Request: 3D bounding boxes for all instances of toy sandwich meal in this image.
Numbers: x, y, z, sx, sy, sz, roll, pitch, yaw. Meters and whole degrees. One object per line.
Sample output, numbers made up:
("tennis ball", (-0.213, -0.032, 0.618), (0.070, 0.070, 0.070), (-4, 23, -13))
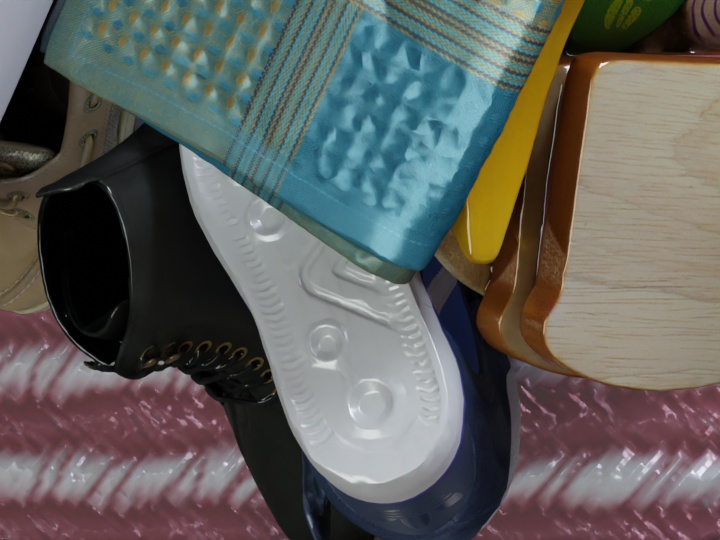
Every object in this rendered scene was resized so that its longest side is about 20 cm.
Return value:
("toy sandwich meal", (0.095, -0.057, 0.868), (0.070, 0.204, 0.206), (35, 125, 49))

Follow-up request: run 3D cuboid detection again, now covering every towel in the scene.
("towel", (0.001, -0.114, 0.811), (0.146, 0.022, 0.201), (33, 111, 15))

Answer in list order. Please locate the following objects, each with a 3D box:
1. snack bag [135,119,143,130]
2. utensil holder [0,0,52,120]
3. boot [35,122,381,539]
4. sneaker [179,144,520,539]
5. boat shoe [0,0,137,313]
("snack bag", (0.005, -0.048, 0.997), (0.199, 0.021, 0.189), (-27, 97, 34))
("utensil holder", (-0.182, -0.083, 0.846), (0.169, 0.170, 0.201), (29, 102, 11))
("boot", (-0.054, 0.034, 0.967), (0.077, 0.138, 0.201), (-8, 108, 31))
("sneaker", (0.000, 0.000, 0.945), (0.080, 0.146, 0.201), (-18, 72, 7))
("boat shoe", (-0.119, -0.054, 1.003), (0.072, 0.065, 0.200), (48, 136, 18))
